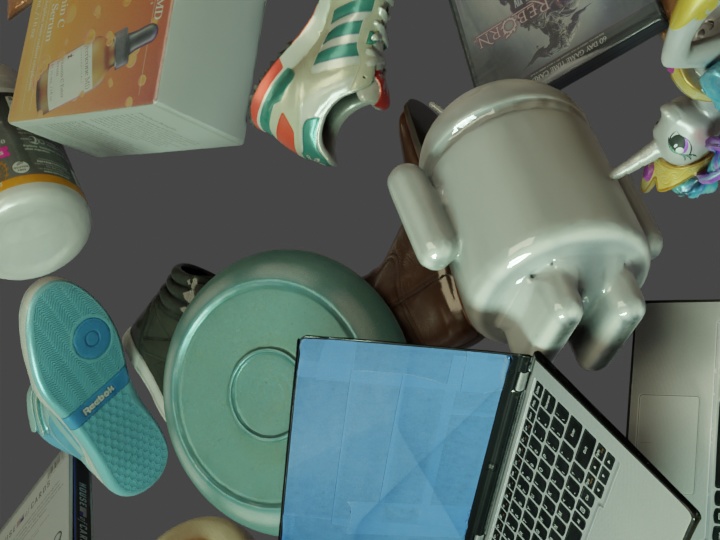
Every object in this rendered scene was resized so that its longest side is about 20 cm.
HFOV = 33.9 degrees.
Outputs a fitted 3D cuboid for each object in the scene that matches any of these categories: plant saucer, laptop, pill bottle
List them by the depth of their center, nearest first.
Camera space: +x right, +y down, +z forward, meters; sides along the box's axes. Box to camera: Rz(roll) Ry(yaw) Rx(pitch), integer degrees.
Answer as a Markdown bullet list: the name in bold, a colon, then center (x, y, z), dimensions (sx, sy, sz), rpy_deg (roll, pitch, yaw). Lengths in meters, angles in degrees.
- **laptop**: center (0.206, 0.096, 0.608), dimensions (0.199, 0.116, 0.188), rpy_deg (-2, 75, 38)
- **laptop**: center (0.058, 0.147, 0.667), dimensions (0.200, 0.115, 0.188), rpy_deg (47, 144, 37)
- **plant saucer**: center (-0.059, 0.085, 0.818), dimensions (0.199, 0.027, 0.201), rpy_deg (0, 89, 25)
- **pill bottle**: center (-0.334, -0.098, 1.109), dimensions (0.116, 0.116, 0.200), rpy_deg (-45, 54, 20)

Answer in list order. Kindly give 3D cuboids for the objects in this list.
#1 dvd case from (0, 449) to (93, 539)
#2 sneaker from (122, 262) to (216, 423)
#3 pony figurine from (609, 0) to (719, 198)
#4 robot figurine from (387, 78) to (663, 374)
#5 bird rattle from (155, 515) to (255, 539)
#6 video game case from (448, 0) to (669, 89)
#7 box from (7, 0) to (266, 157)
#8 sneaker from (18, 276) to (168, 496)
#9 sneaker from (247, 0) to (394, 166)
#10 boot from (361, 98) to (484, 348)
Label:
- **dvd case**: center (-0.268, 0.254, 0.963), dimensions (0.150, 0.025, 0.200), rpy_deg (-50, 28, 16)
- **sneaker**: center (-0.113, 0.065, 0.912), dimensions (0.200, 0.071, 0.099), rpy_deg (43, 109, 43)
- **pony figurine**: center (0.223, -0.130, 0.618), dimensions (0.192, 0.200, 0.167), rpy_deg (-18, 52, -5)
- **robot figurine**: center (0.101, -0.035, 0.715), dimensions (0.113, 0.169, 0.201), rpy_deg (117, 146, -45)
- **bird rattle**: center (-0.122, 0.250, 0.852), dimensions (0.200, 0.113, 0.164), rpy_deg (-32, 43, 24)
- **video game case**: center (0.125, -0.220, 0.841), dimensions (0.143, 0.019, 0.201), rpy_deg (-28, 60, 30)
- **box**: center (-0.194, -0.190, 1.030), dimensions (0.199, 0.106, 0.153), rpy_deg (-1, 77, 39)
- **sneaker**: center (-0.241, 0.085, 0.951), dimensions (0.079, 0.201, 0.130), rpy_deg (-35, 33, -31)
- **sneaker**: center (0.001, -0.171, 0.904), dimensions (0.093, 0.070, 0.200), rpy_deg (39, 100, 21)
- **boot**: center (0.000, 0.000, 0.850), dimensions (0.200, 0.064, 0.187), rpy_deg (-32, 61, 33)
